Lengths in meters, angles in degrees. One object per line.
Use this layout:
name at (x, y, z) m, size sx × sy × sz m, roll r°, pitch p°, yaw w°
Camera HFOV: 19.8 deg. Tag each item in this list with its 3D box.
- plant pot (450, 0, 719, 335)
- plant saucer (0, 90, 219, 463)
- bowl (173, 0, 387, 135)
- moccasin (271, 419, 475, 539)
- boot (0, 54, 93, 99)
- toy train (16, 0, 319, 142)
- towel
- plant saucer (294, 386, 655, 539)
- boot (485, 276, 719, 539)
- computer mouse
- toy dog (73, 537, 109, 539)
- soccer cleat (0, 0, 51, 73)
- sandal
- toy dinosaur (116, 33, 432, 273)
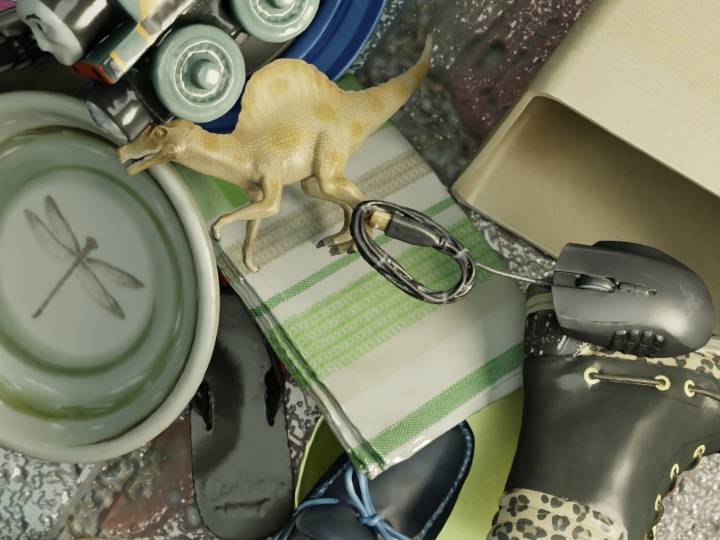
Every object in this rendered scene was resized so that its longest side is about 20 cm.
plant pot at (0.190, -0.088, 1.083) m, size 0.199 × 0.200 × 0.178 m, roll 29°, pitch 74°, yaw -2°
plant saucer at (-0.157, 0.001, 1.101) m, size 0.199 × 0.050 × 0.201 m, roll 6°, pitch 105°, yaw 22°
bowl at (-0.071, -0.169, 1.044) m, size 0.200 × 0.039 × 0.202 m, roll -13°, pitch 113°, yaw -32°
moccasin at (-0.007, 0.153, 1.084) m, size 0.080 × 0.068 × 0.200 m, roll 38°, pitch 82°, yaw 2°
boot at (-0.132, -0.151, 1.126) m, size 0.200 × 0.075 × 0.097 m, roll -44°, pitch 100°, yaw 6°
toy train at (-0.072, -0.157, 0.977) m, size 0.200 × 0.085 × 0.114 m, roll -47°, pitch 114°, yaw -10°
towel at (0.000, 0.000, 1.102) m, size 0.149 × 0.031 × 0.200 m, roll -28°, pitch 75°, yaw -36°
plant saucer at (0.063, 0.132, 1.140) m, size 0.199 × 0.031 × 0.201 m, roll 0°, pitch 87°, yaw -3°
boot at (0.159, 0.107, 1.089) m, size 0.203 × 0.073 × 0.155 m, roll 25°, pitch 66°, yaw -22°
computer mouse at (0.090, 0.000, 1.033) m, size 0.199 × 0.034 × 0.059 m, roll 13°, pitch 71°, yaw -15°
toy dog at (-0.207, 0.187, 1.095) m, size 0.199 × 0.132 × 0.097 m, roll 28°, pitch 125°, yaw 3°
soccer cleat at (-0.213, -0.133, 1.063) m, size 0.199 × 0.068 × 0.074 m, roll -21°, pitch 80°, yaw 1°
sandal at (-0.070, 0.049, 1.128) m, size 0.075 × 0.045 × 0.201 m, roll -9°, pitch 88°, yaw -3°
toy dinosaur at (-0.021, -0.060, 1.046) m, size 0.199 × 0.058 × 0.102 m, roll -19°, pitch 101°, yaw -30°
